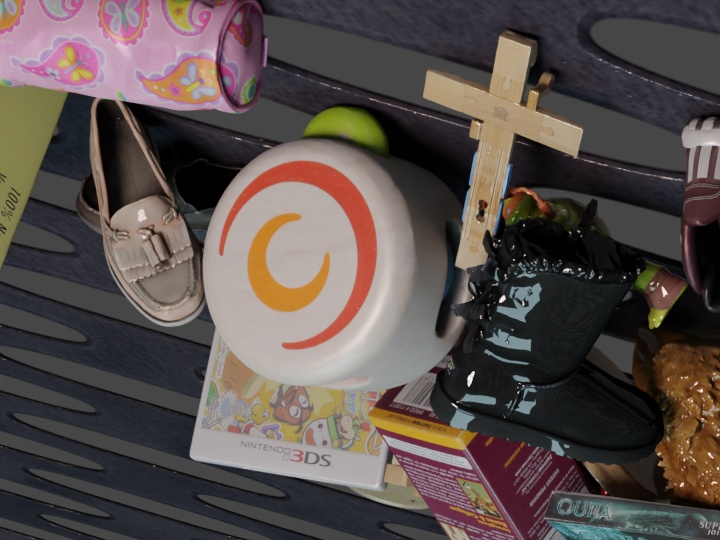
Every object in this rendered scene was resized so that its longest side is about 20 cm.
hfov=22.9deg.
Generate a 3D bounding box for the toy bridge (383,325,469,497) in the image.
[{"bbox_3d":[0.066,0.090,1.492,0.027,0.201,0.067,7,175,44],"label":"toy bridge"}]

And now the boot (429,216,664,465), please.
[{"bbox_3d":[0.155,0.050,1.267,0.198,0.073,0.163,12,124,-17],"label":"boot"}]

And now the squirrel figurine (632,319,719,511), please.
[{"bbox_3d":[0.274,0.145,1.411,0.141,0.187,0.200,5,-174,17],"label":"squirrel figurine"}]

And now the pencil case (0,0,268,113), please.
[{"bbox_3d":[-0.165,-0.159,1.236,0.199,0.088,0.087,8,155,22],"label":"pencil case"}]

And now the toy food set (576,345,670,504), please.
[{"bbox_3d":[0.204,0.134,1.531,0.049,0.200,0.198,-38,91,23],"label":"toy food set"}]

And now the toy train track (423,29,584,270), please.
[{"bbox_3d":[0.096,-0.082,1.227,0.114,0.033,0.200,23,133,16],"label":"toy train track"}]

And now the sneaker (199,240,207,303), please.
[{"bbox_3d":[-0.113,-0.003,1.494,0.200,0.070,0.076,30,159,31],"label":"sneaker"}]

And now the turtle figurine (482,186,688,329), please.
[{"bbox_3d":[0.166,-0.019,1.343,0.161,0.065,0.200,32,167,3],"label":"turtle figurine"}]

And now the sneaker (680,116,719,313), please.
[{"bbox_3d":[0.267,-0.010,1.229,0.075,0.116,0.200,-4,149,39],"label":"sneaker"}]

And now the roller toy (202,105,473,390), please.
[{"bbox_3d":[-0.013,0.000,1.332,0.200,0.183,0.140,-44,155,20],"label":"roller toy"}]

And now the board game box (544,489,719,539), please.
[{"bbox_3d":[0.257,0.217,1.363,0.199,0.028,0.135,3,150,37],"label":"board game box"}]

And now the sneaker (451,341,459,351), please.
[{"bbox_3d":[-0.002,0.052,1.565,0.199,0.100,0.078,2,156,31],"label":"sneaker"}]

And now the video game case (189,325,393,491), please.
[{"bbox_3d":[-0.045,0.077,1.528,0.181,0.201,0.023,6,168,22],"label":"video game case"}]

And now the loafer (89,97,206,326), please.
[{"bbox_3d":[-0.172,-0.049,1.363,0.072,0.200,0.063,-21,148,-4],"label":"loafer"}]

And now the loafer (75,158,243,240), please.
[{"bbox_3d":[-0.144,-0.067,1.454,0.199,0.073,0.071,3,143,18],"label":"loafer"}]

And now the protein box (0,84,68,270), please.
[{"bbox_3d":[-0.345,-0.118,1.295,0.135,0.199,0.200,-5,149,42],"label":"protein box"}]

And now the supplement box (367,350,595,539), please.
[{"bbox_3d":[0.109,0.165,1.441,0.110,0.086,0.200,10,141,49],"label":"supplement box"}]

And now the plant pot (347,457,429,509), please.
[{"bbox_3d":[0.043,0.150,1.714,0.200,0.135,0.200,15,156,7],"label":"plant pot"}]
